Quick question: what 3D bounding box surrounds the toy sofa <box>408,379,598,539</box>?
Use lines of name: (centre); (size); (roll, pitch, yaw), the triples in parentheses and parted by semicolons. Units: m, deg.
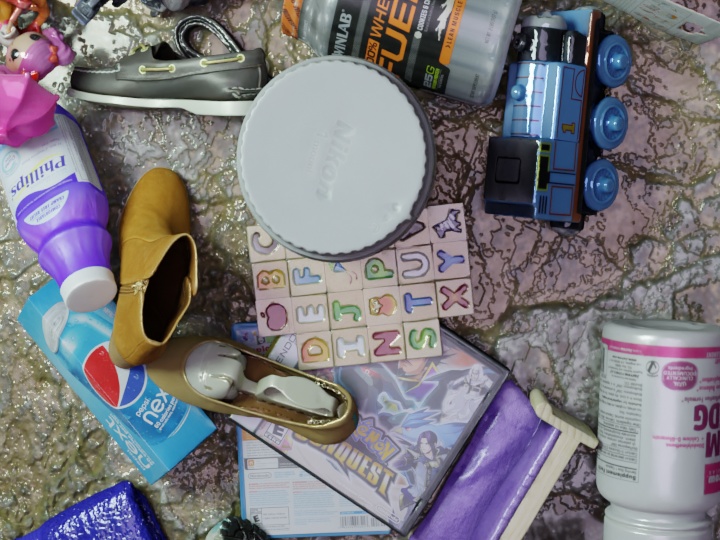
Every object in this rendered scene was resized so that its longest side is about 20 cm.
toy sofa: (0.124, 0.205, 1.229); (0.097, 0.083, 0.202); (30, 95, 0)

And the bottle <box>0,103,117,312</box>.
bottle: (-0.267, -0.056, 1.206); (0.083, 0.065, 0.202); (-31, 60, 10)

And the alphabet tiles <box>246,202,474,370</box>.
alphabet tiles: (0.000, 0.000, 1.219); (0.197, 0.006, 0.169); (-6, 94, 2)

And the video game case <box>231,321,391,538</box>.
video game case: (-0.045, 0.147, 1.270); (0.141, 0.018, 0.203); (-3, 93, 5)

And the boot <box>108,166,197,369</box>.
boot: (-0.168, -0.015, 1.180); (0.070, 0.144, 0.204); (17, 68, -20)

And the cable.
cable: (-0.090, -0.162, 1.235); (0.097, 0.050, 0.201); (-36, 92, 17)

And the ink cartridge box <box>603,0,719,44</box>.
ink cartridge box: (0.222, -0.259, 1.155); (0.198, 0.160, 0.048); (26, 96, 2)

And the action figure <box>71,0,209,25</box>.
action figure: (-0.148, -0.257, 1.177); (0.105, 0.192, 0.201); (50, 60, -21)

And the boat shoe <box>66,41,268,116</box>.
boat shoe: (-0.173, -0.174, 1.219); (0.198, 0.072, 0.062); (6, 100, 19)

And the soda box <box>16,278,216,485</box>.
soda box: (-0.224, 0.094, 1.243); (0.064, 0.068, 0.201); (-40, 91, -30)

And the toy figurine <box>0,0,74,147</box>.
toy figurine: (-0.325, -0.196, 1.192); (0.184, 0.151, 0.200); (42, 70, 15)

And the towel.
towel: (-0.269, 0.305, 1.279); (0.198, 0.050, 0.149); (-29, 92, 5)

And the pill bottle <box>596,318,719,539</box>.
pill bottle: (0.266, 0.149, 1.201); (0.111, 0.113, 0.203); (2, 94, 4)

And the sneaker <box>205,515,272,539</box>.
sneaker: (-0.082, 0.322, 1.266); (0.086, 0.078, 0.200); (-39, 93, 28)

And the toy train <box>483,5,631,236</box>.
toy train: (0.172, -0.133, 1.184); (0.113, 0.086, 0.203); (2, 95, -39)

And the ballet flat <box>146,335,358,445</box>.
ballet flat: (-0.093, 0.097, 1.199); (0.197, 0.063, 0.070); (16, 69, -1)

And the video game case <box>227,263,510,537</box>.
video game case: (0.007, 0.113, 1.242); (0.199, 0.026, 0.182); (33, 94, 1)

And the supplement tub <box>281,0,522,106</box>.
supplement tub: (0.037, -0.227, 1.189); (0.197, 0.123, 0.124); (16, 94, 3)

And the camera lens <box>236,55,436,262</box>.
camera lens: (-0.017, -0.090, 1.112); (0.157, 0.200, 0.163); (0, 93, 2)
